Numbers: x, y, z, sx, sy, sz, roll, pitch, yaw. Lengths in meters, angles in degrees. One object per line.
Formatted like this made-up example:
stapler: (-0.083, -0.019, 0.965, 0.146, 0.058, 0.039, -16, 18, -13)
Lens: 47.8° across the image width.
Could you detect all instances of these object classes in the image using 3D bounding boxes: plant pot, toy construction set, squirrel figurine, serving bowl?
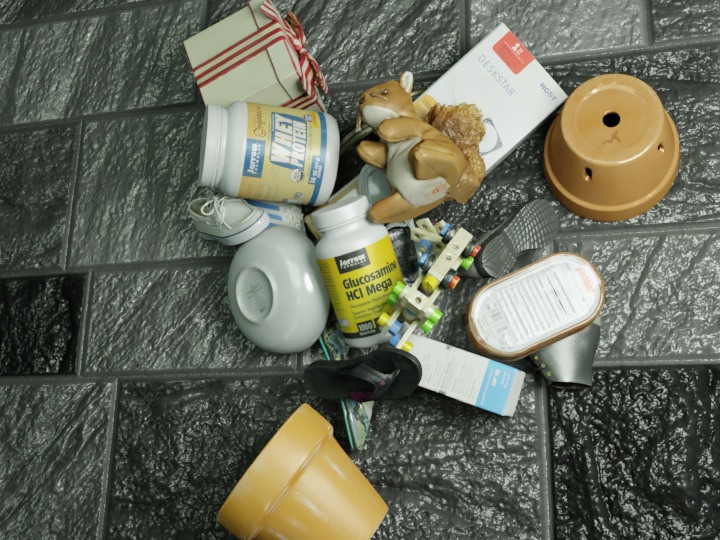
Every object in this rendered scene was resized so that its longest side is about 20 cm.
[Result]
plant pot: (-0.068, 0.322, 1.135, 0.183, 0.200, 0.201, 37, 87, 7)
plant pot: (0.361, -0.189, 1.171, 0.197, 0.140, 0.203, -5, 72, 15)
toy construction set: (0.096, 0.007, 1.107, 0.091, 0.132, 0.202, 23, 56, -2)
squirrel figurine: (0.084, -0.186, 1.165, 0.198, 0.142, 0.188, -5, 57, -30)
serving bowl: (-0.139, 0.033, 1.246, 0.198, 0.065, 0.203, 6, 100, 39)

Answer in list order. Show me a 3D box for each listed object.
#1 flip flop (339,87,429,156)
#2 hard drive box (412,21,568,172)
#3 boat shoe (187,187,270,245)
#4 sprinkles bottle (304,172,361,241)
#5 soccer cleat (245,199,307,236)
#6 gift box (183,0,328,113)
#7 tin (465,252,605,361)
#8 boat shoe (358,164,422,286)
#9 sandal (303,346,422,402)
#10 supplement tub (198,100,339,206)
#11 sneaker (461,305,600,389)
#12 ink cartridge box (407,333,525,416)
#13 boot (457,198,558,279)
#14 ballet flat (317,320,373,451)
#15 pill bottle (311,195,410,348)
flip flop: (0.035, -0.234, 1.322, 0.199, 0.081, 0.058, -36, 103, -5)
hard drive box: (0.190, -0.249, 1.252, 0.200, 0.077, 0.156, -42, 85, 1)
boat shoe: (-0.221, -0.098, 1.298, 0.075, 0.087, 0.201, -44, 28, -22)
sprinkles bottle: (0.006, -0.118, 1.295, 0.199, 0.068, 0.069, -38, 68, 4)
soccer cleat: (-0.119, -0.074, 1.312, 0.086, 0.070, 0.200, -48, 65, 18)
gift box: (-0.163, -0.321, 1.338, 0.185, 0.200, 0.186, -25, 74, 7)
tin: (0.241, 0.050, 1.119, 0.198, 0.042, 0.113, -25, 79, -1)
boat shoe: (0.052, -0.070, 1.229, 0.069, 0.072, 0.203, -20, 93, 0)
sandal: (-0.001, 0.156, 1.124, 0.199, 0.048, 0.076, -15, 111, 36)
supplement tub: (-0.142, -0.179, 1.246, 0.197, 0.145, 0.147, 5, 73, -16)
sneaker: (0.236, 0.105, 1.156, 0.197, 0.075, 0.108, 5, 72, 17)
ink cartridge box: (0.125, 0.142, 1.155, 0.198, 0.116, 0.068, 18, 86, 20)
boot: (0.194, -0.041, 1.206, 0.131, 0.199, 0.071, -16, 100, 53)
ballet flat: (-0.011, 0.166, 1.221, 0.073, 0.074, 0.202, -21, 72, 9)
pill bottle: (0.000, 0.000, 1.179, 0.111, 0.113, 0.202, -18, 101, 11)
